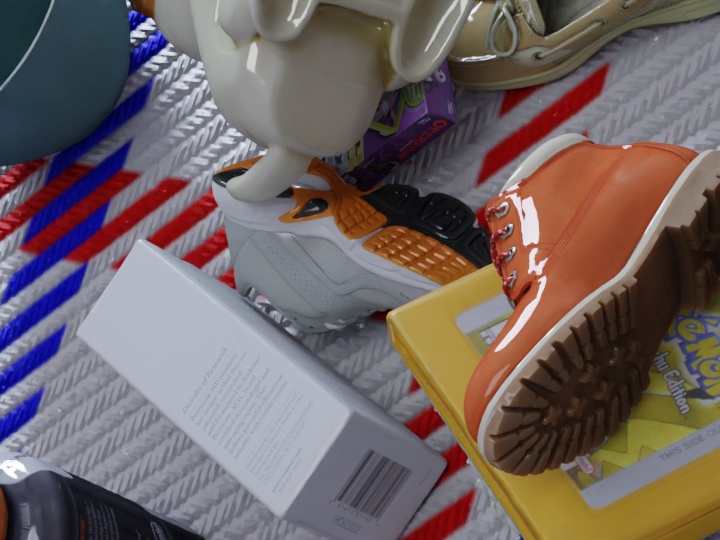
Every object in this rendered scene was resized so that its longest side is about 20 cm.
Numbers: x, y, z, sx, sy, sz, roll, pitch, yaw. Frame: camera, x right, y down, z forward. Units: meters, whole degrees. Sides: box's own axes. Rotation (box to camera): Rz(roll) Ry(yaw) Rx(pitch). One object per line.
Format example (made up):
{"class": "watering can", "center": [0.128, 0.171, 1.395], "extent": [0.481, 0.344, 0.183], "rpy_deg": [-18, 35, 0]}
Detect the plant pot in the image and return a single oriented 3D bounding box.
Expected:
{"class": "plant pot", "center": [-0.223, -0.147, 1.549], "extent": [0.199, 0.135, 0.202], "rpy_deg": [-14, 62, 29]}

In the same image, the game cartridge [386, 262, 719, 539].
{"class": "game cartridge", "center": [0.137, 0.041, 1.128], "extent": [0.199, 0.033, 0.177], "rpy_deg": [-27, 51, -11]}

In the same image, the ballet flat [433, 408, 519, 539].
{"class": "ballet flat", "center": [0.078, 0.079, 1.283], "extent": [0.072, 0.072, 0.201], "rpy_deg": [-41, 52, 14]}

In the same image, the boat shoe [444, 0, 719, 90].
{"class": "boat shoe", "center": [0.121, -0.157, 1.356], "extent": [0.200, 0.063, 0.074], "rpy_deg": [-13, 63, 31]}

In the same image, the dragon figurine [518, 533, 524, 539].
{"class": "dragon figurine", "center": [0.118, 0.204, 1.175], "extent": [0.059, 0.099, 0.201], "rpy_deg": [-17, 63, 29]}

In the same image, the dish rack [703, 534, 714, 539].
{"class": "dish rack", "center": [0.158, 0.116, 1.160], "extent": [0.055, 0.153, 0.201], "rpy_deg": [-45, 47, 37]}

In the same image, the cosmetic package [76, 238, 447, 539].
{"class": "cosmetic package", "center": [-0.057, 0.071, 1.358], "extent": [0.200, 0.101, 0.071], "rpy_deg": [38, 94, 40]}

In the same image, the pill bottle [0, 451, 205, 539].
{"class": "pill bottle", "center": [-0.171, 0.162, 1.333], "extent": [0.106, 0.200, 0.107], "rpy_deg": [-14, 62, 29]}

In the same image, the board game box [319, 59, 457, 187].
{"class": "board game box", "center": [-0.004, -0.146, 1.441], "extent": [0.120, 0.032, 0.201], "rpy_deg": [-39, 50, 44]}

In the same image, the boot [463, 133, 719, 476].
{"class": "boot", "center": [0.087, 0.010, 1.104], "extent": [0.107, 0.075, 0.200], "rpy_deg": [20, 49, 29]}

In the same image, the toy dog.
{"class": "toy dog", "center": [-0.046, -0.149, 1.383], "extent": [0.200, 0.139, 0.195], "rpy_deg": [39, 121, 55]}

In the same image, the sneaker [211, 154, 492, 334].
{"class": "sneaker", "center": [0.000, 0.000, 1.368], "extent": [0.199, 0.075, 0.093], "rpy_deg": [23, 128, 42]}
